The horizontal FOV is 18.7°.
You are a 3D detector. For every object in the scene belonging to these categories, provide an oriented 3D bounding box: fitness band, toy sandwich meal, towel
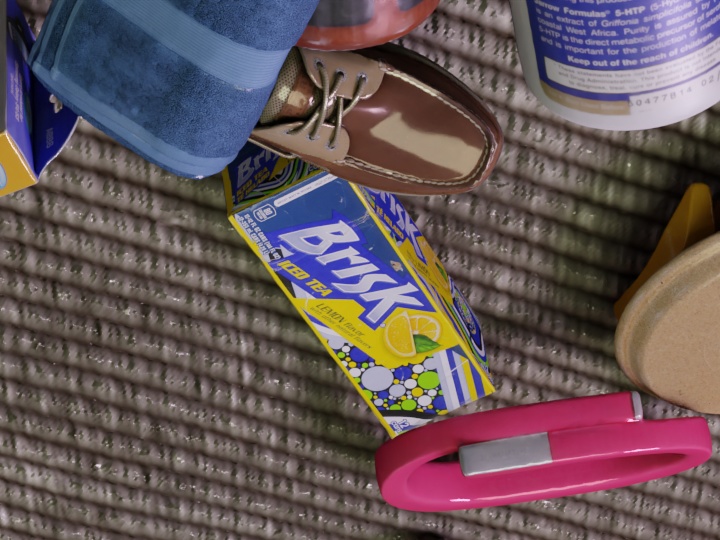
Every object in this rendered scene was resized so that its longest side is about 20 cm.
[{"bbox_3d":[0.107,0.108,1.292,0.198,0.038,0.144,-7,165,-1],"label":"fitness band"},{"bbox_3d":[0.232,0.004,1.244,0.203,0.071,0.206,-8,144,-6],"label":"toy sandwich meal"},{"bbox_3d":[-0.075,-0.129,0.967,0.111,0.049,0.200,34,135,3],"label":"towel"}]

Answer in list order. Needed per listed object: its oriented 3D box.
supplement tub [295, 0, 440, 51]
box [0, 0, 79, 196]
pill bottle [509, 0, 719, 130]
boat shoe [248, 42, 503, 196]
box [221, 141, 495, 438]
[{"bbox_3d":[-0.012,-0.206,0.979,0.106,0.107,0.201,-5,132,-5],"label":"supplement tub"},{"bbox_3d":[-0.232,-0.066,1.059,0.199,0.120,0.042,-21,132,9],"label":"box"},{"bbox_3d":[0.119,-0.177,1.019,0.119,0.120,0.201,-13,133,2],"label":"pill bottle"},{"bbox_3d":[-0.027,-0.084,1.062,0.199,0.072,0.076,20,104,2],"label":"boat shoe"},{"bbox_3d":[0.000,0.000,1.197,0.070,0.065,0.200,-25,132,12],"label":"box"}]
